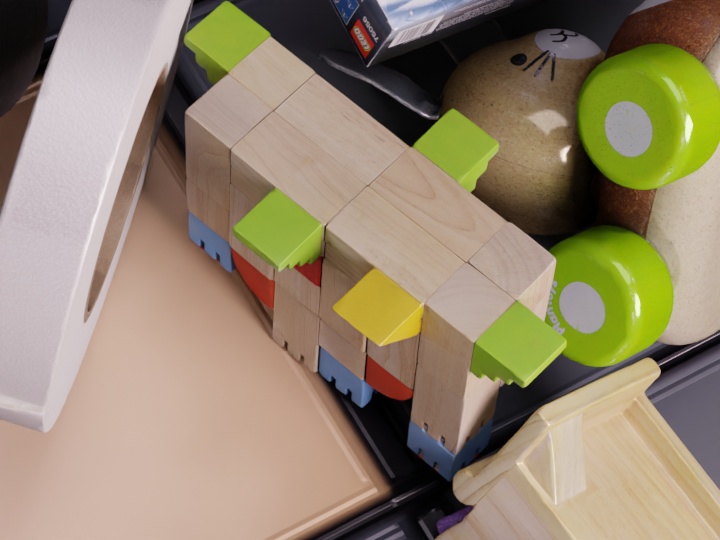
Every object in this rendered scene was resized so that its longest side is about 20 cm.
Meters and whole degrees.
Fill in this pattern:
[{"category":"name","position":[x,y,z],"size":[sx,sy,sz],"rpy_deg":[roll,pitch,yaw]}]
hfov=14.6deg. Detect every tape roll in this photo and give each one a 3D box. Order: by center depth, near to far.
[{"category":"tape roll","position":[-0.109,-0.035,1.097],"size":[0.037,0.203,0.203],"rpy_deg":[17,63,-2]}]

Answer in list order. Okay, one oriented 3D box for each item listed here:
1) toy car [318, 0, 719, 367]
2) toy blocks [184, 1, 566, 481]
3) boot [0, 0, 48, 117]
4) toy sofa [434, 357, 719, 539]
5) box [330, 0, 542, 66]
[{"category":"toy car","position":[0.089,-0.073,1.192],"size":[0.200,0.158,0.164],"rpy_deg":[29,32,29]},{"category":"toy blocks","position":[0.000,0.000,1.143],"size":[0.200,0.137,0.100],"rpy_deg":[39,66,17]},{"category":"boot","position":[-0.223,-0.121,1.135],"size":[0.068,0.188,0.200],"rpy_deg":[-24,71,-40]},{"category":"toy sofa","position":[0.126,0.144,1.130],"size":[0.083,0.098,0.200],"rpy_deg":[-21,68,-45]},{"category":"box","position":[0.058,-0.180,1.172],"size":[0.200,0.040,0.137],"rpy_deg":[-22,78,-25]}]
